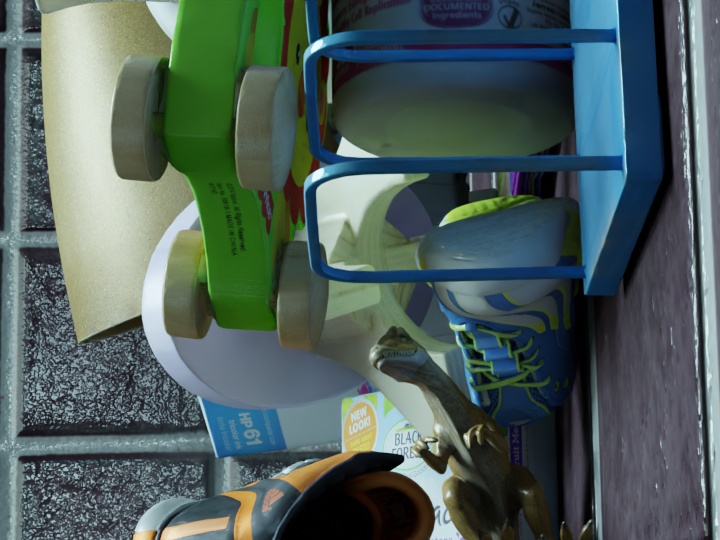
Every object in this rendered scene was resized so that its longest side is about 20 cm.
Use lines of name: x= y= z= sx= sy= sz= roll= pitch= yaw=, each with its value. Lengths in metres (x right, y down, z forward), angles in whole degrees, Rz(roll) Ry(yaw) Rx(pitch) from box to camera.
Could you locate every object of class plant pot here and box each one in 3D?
plant pot: x=-0.105 y=-0.082 z=1.205 sx=0.186 sy=0.186 sz=0.200 roll=91 pitch=160 yaw=-87

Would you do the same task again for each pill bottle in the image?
pill bottle: x=0.042 y=-0.158 z=0.967 sx=0.113 sy=0.113 sz=0.200 roll=89 pitch=180 yaw=-72

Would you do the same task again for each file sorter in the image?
file sorter: x=0.040 y=-0.105 z=0.783 sx=0.139 sy=0.123 sz=0.200 roll=91 pitch=178 yaw=-73

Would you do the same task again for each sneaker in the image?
sneaker: x=0.074 y=0.022 z=0.937 sx=0.200 sy=0.076 sz=0.105 roll=-44 pitch=-59 yaw=-81
sneaker: x=-0.003 y=0.121 z=0.953 sx=0.200 sy=0.112 sz=0.078 roll=-8 pitch=-97 yaw=-59

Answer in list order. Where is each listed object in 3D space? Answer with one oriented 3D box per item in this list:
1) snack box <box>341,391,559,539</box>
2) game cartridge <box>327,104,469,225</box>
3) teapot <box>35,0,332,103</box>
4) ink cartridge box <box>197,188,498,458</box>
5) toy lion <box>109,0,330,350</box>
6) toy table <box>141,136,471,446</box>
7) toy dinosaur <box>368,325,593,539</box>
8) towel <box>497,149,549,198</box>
snack box: x=0.046 y=0.163 z=1.123 sx=0.142 sy=0.053 sz=0.200 roll=-14 pitch=73 yaw=55
game cartridge: x=-0.007 y=-0.112 z=1.269 sx=0.042 sy=0.133 sz=0.200 roll=-72 pitch=-21 yaw=-48
teapot: x=-0.047 y=-0.170 z=1.072 sx=0.200 sy=0.146 sz=0.198 roll=42 pitch=-131 yaw=-39
ink cartridge box: x=0.001 y=0.032 z=1.320 sx=0.145 sy=0.200 sz=0.085 roll=-90 pitch=-10 yaw=-52
toy lion: x=-0.042 y=-0.079 z=0.875 sx=0.200 sy=0.069 sz=0.192 roll=81 pitch=-165 yaw=-60
toy table: x=0.000 y=0.000 z=1.062 sx=0.200 sy=0.117 sz=0.184 roll=-33 pitch=-72 yaw=-41
toy dinosaur: x=0.062 y=0.107 z=0.966 sx=0.106 sy=0.060 sz=0.200 roll=-123 pitch=10 yaw=-56
towel: x=0.089 y=-0.099 z=1.139 sx=0.200 sy=0.023 sz=0.144 roll=91 pitch=179 yaw=-60
